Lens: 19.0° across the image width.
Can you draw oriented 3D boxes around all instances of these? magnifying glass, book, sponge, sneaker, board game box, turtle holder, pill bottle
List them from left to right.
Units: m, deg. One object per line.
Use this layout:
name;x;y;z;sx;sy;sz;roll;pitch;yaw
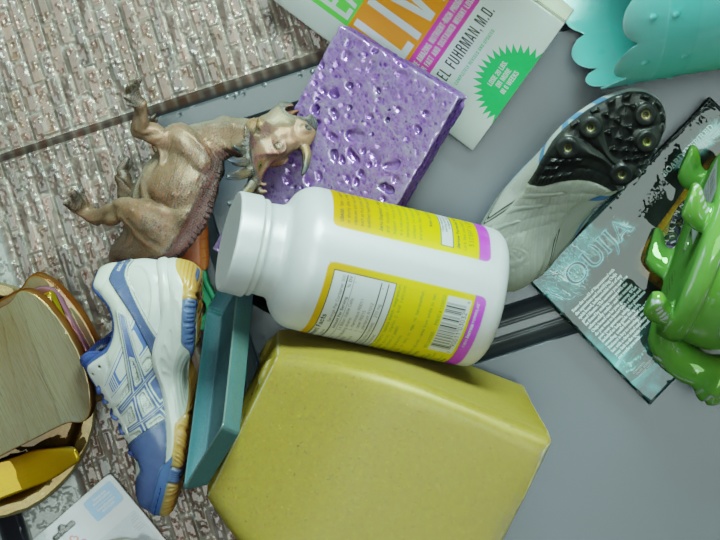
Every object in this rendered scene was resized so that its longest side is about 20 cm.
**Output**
sneaker;-0.167;0.085;1.618;0.087;0.075;0.202;4;103;0
magnifying glass;-0.129;0.021;1.668;0.079;0.022;0.202;-2;94;2
sponge;-0.016;-0.073;1.621;0.111;0.030;0.201;33;101;15
pill bottle;0.000;0.000;1.549;0.199;0.104;0.105;13;92;-13
book;0.043;-0.202;1.624;0.199;0.048;0.134;36;122;1
sneaker;0.152;-0.067;1.599;0.072;0.073;0.200;35;121;-12
board game box;0.245;-0.015;1.652;0.200;0.028;0.135;-45;90;3
turtle holder;0.277;0.010;1.568;0.131;0.141;0.187;18;92;-1

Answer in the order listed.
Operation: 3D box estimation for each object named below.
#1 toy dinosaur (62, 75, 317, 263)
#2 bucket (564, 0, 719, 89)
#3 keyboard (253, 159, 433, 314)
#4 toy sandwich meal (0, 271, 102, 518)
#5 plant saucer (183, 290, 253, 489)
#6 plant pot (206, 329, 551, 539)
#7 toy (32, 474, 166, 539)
toy dinosaur;-0.133;-0.056;1.610;0.135;0.086;0.201;38;109;14
bucket;0.227;-0.235;1.563;0.134;0.207;0.209;-7;92;-8
keyboard;-0.011;-0.049;1.659;0.104;0.040;0.201;28;99;19
toy sandwich meal;-0.290;0.099;1.648;0.203;0.070;0.207;0;92;1
plant saucer;-0.100;0.071;1.563;0.019;0.201;0.070;21;126;-15
plant pot;-0.001;0.143;1.565;0.199;0.194;0.196;27;96;-6
toy;-0.175;0.273;1.663;0.115;0.047;0.200;-40;91;1
